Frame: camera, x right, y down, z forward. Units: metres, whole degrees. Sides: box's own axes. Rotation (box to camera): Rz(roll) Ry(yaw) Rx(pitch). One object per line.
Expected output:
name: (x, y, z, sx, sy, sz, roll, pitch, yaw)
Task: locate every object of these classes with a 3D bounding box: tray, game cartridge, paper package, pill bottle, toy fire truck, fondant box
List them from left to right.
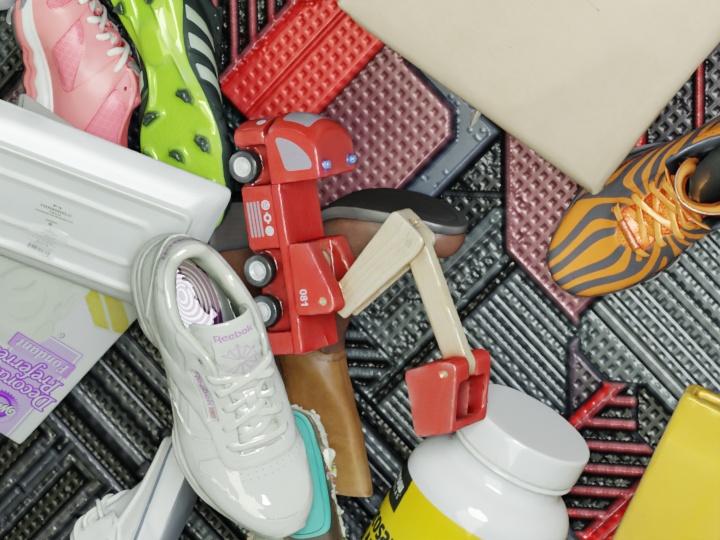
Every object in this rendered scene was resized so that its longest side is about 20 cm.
fondant box: (-0.220, 0.002, 1.723, 0.144, 0.058, 0.200, 33, 119, -21)
tray: (-0.191, -0.039, 1.647, 0.199, 0.022, 0.108, 21, 123, -13)
toy fire truck: (0.000, 0.000, 1.616, 0.140, 0.049, 0.201, -4, 97, 31)
pill bottle: (0.061, 0.176, 1.676, 0.112, 0.112, 0.201, 32, 109, 10)
paper package: (0.119, -0.181, 1.562, 0.200, 0.104, 0.191, 35, 111, -9)
game cartridge: (0.242, 0.197, 1.665, 0.176, 0.032, 0.201, 28, 111, 11)

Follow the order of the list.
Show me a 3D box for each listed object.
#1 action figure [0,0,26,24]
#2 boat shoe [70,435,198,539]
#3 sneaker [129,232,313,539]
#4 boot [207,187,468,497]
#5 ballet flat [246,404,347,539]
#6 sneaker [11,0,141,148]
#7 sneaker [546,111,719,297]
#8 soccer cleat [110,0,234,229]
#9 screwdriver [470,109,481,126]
action figure: (-0.263, -0.216, 1.682, 0.200, 0.069, 0.131, 44, 131, 39)
boat shoe: (-0.163, 0.185, 1.774, 0.065, 0.074, 0.201, 28, 108, 7)
sneaker: (-0.083, 0.071, 1.605, 0.075, 0.100, 0.201, -25, 92, -16)
boot: (-0.013, 0.051, 1.698, 0.187, 0.068, 0.201, -1, 102, 19)
ballet flat: (-0.036, 0.183, 1.662, 0.075, 0.064, 0.201, -2, 67, 1)
sneaker: (-0.176, -0.138, 1.721, 0.086, 0.074, 0.201, 3, 110, 9)
sneaker: (0.184, -0.044, 1.587, 0.200, 0.112, 0.078, -37, 88, 22)
soccer cleat: (-0.110, -0.125, 1.683, 0.067, 0.081, 0.201, -9, 98, 32)
screwdriver: (0.112, -0.176, 1.628, 0.029, 0.028, 0.201, 28, 108, 26)
